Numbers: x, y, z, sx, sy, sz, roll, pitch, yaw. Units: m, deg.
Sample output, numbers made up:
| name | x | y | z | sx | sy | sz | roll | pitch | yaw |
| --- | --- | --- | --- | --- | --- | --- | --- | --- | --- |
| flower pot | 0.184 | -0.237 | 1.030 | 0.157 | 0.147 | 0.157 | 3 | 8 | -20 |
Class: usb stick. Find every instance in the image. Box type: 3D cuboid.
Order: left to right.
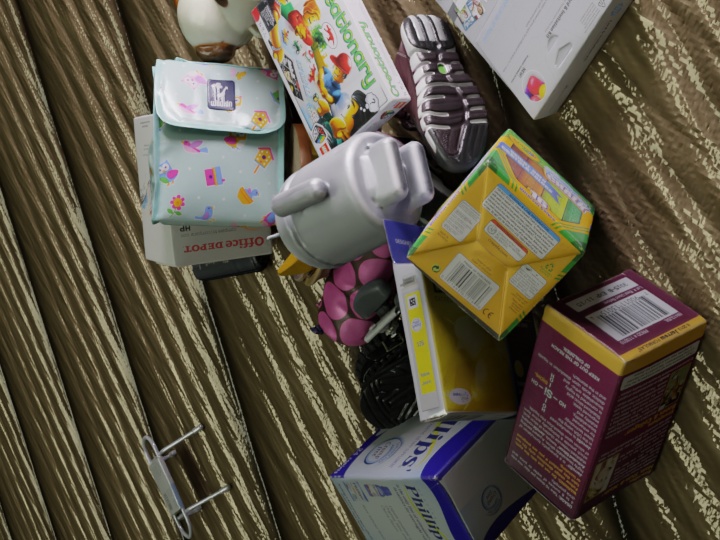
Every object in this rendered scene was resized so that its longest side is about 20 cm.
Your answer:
| name | x | y | z | sx | sy | sz | roll | pitch | yaw |
| --- | --- | --- | --- | --- | --- | --- | --- | --- | --- |
| usb stick | -0.202 | -0.018 | 1.617 | 0.199 | 0.032 | 0.056 | -9 | 97 | 53 |

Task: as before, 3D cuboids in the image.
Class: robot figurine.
| name | x | y | z | sx | sy | sz | roll | pitch | yaw |
| --- | --- | --- | --- | --- | --- | --- | --- | --- | --- |
| robot figurine | -0.013 | -0.071 | 1.125 | 0.199 | 0.168 | 0.114 | -25 | 68 | 41 |

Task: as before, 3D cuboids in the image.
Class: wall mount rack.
| name | x | y | z | sx | sy | sz | roll | pitch | yaw |
| --- | --- | --- | --- | --- | --- | --- | --- | --- | --- |
| wall mount rack | -0.313 | 0.368 | 1.905 | 0.202 | 0.074 | 0.174 | 62 | 146 | 11 |

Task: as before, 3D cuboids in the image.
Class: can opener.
| name | x | y | z | sx | sy | sz | roll | pitch | yaw |
| --- | --- | --- | --- | --- | --- | --- | --- | --- | --- |
| can opener | 0.054 | 0.019 | 1.214 | 0.066 | 0.053 | 0.200 | 44 | 134 | -5 |

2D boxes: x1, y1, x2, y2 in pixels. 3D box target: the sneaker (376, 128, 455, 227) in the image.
| name | x | y | z | sx | sy | sz | roll | pitch | yaw |
| --- | --- | --- | --- | --- | --- | --- | --- | --- | --- |
| sneaker | 0.063 | -0.108 | 1.208 | 0.199 | 0.086 | 0.081 | 37 | 139 | 7 |

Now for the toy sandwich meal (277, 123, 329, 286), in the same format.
| name | x | y | z | sx | sy | sz | roll | pitch | yaw |
| --- | --- | --- | --- | --- | --- | --- | --- | --- | --- |
| toy sandwich meal | -0.067 | -0.082 | 1.323 | 0.205 | 0.069 | 0.208 | -171 | 90 | -75 |

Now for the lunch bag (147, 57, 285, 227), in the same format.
| name | x | y | z | sx | sy | sz | roll | pitch | yaw |
| --- | --- | --- | --- | --- | --- | --- | --- | --- | --- |
| lunch bag | -0.176 | -0.156 | 1.313 | 0.122 | 0.168 | 0.203 | -155 | 68 | -78 |

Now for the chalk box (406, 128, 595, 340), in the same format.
| name | x | y | z | sx | sy | sz | roll | pitch | yaw |
| --- | --- | --- | --- | --- | --- | --- | --- | --- | --- |
| chalk box | 0.145 | -0.046 | 1.043 | 0.124 | 0.200 | 0.124 | 40 | 115 | -1 |

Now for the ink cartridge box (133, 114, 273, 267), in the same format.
| name | x | y | z | sx | sy | sz | roll | pitch | yaw |
| --- | --- | --- | --- | --- | --- | --- | --- | --- | --- |
| ink cartridge box | -0.216 | -0.115 | 1.452 | 0.144 | 0.145 | 0.203 | 10 | 106 | 64 |

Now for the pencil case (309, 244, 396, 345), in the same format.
| name | x | y | z | sx | sy | sz | roll | pitch | yaw |
| --- | --- | --- | --- | --- | --- | --- | --- | --- | --- |
| pencil case | 0.000 | 0.000 | 1.326 | 0.094 | 0.090 | 0.202 | 47 | 135 | 32 |

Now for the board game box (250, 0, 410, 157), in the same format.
| name | x | y | z | sx | sy | sz | roll | pitch | yaw |
| --- | --- | --- | --- | --- | --- | --- | --- | --- | --- |
| board game box | -0.035 | -0.235 | 1.155 | 0.126 | 0.034 | 0.202 | -37 | 73 | 40 |

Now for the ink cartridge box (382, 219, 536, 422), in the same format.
| name | x | y | z | sx | sy | sz | roll | pitch | yaw |
| --- | --- | --- | --- | --- | --- | --- | --- | --- | --- |
| ink cartridge box | 0.113 | 0.050 | 1.075 | 0.047 | 0.196 | 0.203 | -18 | 74 | 38 |

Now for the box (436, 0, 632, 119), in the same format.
| name | x | y | z | sx | sy | sz | roll | pitch | yaw |
| --- | --- | --- | --- | --- | --- | --- | --- | --- | --- |
| box | 0.157 | -0.276 | 1.039 | 0.201 | 0.041 | 0.157 | 55 | 141 | 22 |

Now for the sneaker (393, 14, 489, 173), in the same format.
| name | x | y | z | sx | sy | sz | roll | pitch | yaw |
| --- | --- | --- | --- | --- | --- | --- | --- | --- | --- |
| sneaker | 0.078 | -0.168 | 1.151 | 0.116 | 0.075 | 0.202 | 116 | 148 | -55 |

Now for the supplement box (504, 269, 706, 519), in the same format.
| name | x | y | z | sx | sy | sz | roll | pitch | yaw |
| --- | --- | --- | --- | --- | --- | --- | --- | --- | --- |
| supplement box | 0.237 | 0.121 | 1.042 | 0.103 | 0.130 | 0.202 | 38 | 132 | 37 |

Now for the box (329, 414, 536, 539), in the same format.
| name | x | y | z | sx | sy | sz | roll | pitch | yaw |
| --- | --- | --- | --- | --- | --- | --- | --- | --- | --- |
| box | 0.100 | 0.217 | 1.197 | 0.199 | 0.184 | 0.106 | -14 | 110 | 52 |

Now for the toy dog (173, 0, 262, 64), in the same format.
| name | x | y | z | sx | sy | sz | roll | pitch | yaw |
| --- | --- | --- | --- | --- | --- | --- | --- | --- | --- |
| toy dog | -0.141 | -0.332 | 1.278 | 0.199 | 0.193 | 0.140 | -30 | 94 | 46 |

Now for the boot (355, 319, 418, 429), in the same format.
| name | x | y | z | sx | sy | sz | roll | pitch | yaw |
| --- | --- | --- | --- | --- | --- | --- | --- | --- | --- |
| boot | 0.086 | 0.098 | 1.256 | 0.158 | 0.209 | 0.080 | -84 | -30 | -77 |
